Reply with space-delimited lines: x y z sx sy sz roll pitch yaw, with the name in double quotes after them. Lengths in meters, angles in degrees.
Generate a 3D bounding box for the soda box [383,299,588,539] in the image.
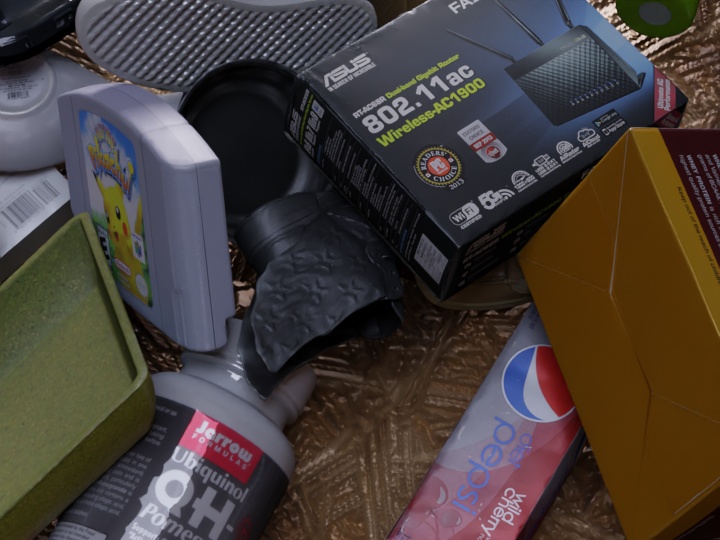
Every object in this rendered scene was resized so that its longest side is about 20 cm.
0.094 0.108 1.142 0.070 0.063 0.200 28 71 15 "soda box"

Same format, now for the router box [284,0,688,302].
0.077 -0.094 1.143 0.200 0.062 0.150 -32 67 -27 "router box"

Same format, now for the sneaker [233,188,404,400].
0.001 -0.002 1.141 0.199 0.060 0.104 -19 65 -31 "sneaker"

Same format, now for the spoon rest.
-0.183 -0.114 1.267 0.199 0.061 0.100 -5 63 -5 "spoon rest"

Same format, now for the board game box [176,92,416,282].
-0.024 -0.075 1.227 0.199 0.032 0.121 20 71 -6 "board game box"

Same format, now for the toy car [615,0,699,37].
0.150 -0.277 1.260 0.199 0.158 0.165 16 58 7 "toy car"

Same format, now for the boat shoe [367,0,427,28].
-0.006 -0.176 1.287 0.200 0.065 0.072 32 76 37 "boat shoe"

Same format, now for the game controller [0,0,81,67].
-0.210 -0.198 1.289 0.104 0.042 0.200 14 39 34 "game controller"

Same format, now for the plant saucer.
-0.202 0.088 1.128 0.200 0.048 0.200 -43 34 8 "plant saucer"

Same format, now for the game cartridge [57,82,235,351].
-0.135 -0.043 1.149 0.040 0.134 0.200 -11 21 -26 "game cartridge"

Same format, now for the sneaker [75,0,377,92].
-0.093 -0.162 1.191 0.199 0.074 0.082 -2 34 -30 "sneaker"

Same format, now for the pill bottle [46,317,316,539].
-0.106 0.131 1.122 0.110 0.111 0.201 23 69 15 "pill bottle"

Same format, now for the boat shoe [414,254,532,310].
0.129 -0.030 1.193 0.199 0.063 0.074 -18 75 -10 "boat shoe"

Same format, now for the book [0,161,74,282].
-0.300 -0.069 1.272 0.134 0.048 0.200 -41 70 -15 "book"

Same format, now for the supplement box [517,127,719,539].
0.232 0.036 1.082 0.199 0.133 0.198 -3 60 -31 "supplement box"

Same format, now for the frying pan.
-0.051 -0.106 1.176 0.115 0.031 0.191 31 76 -24 "frying pan"
